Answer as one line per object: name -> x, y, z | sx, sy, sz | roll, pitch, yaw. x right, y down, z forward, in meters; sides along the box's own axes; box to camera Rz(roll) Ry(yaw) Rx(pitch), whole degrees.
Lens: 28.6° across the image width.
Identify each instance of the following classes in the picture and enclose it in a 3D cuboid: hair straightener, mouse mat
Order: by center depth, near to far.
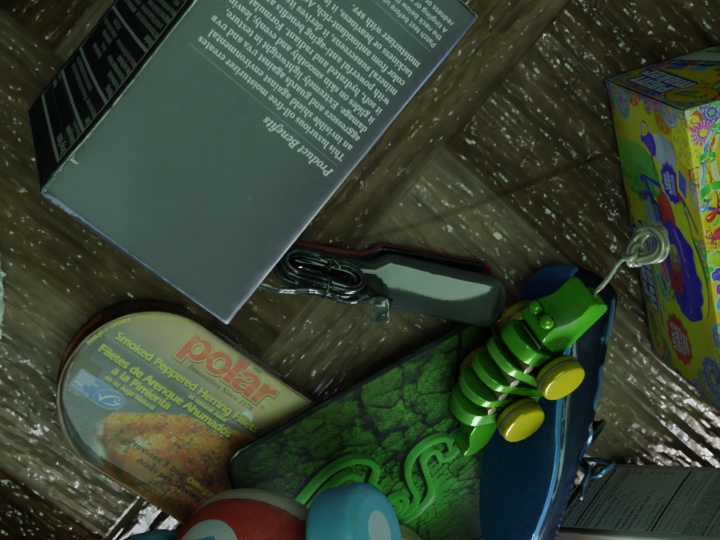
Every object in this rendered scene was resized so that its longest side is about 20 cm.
hair straightener -> 0.000, 0.000, 0.866 | 0.199, 0.077, 0.041 | 16, 104, -19
mouse mat -> 0.021, 0.138, 0.923 | 0.199, 0.008, 0.162 | -28, 118, -17

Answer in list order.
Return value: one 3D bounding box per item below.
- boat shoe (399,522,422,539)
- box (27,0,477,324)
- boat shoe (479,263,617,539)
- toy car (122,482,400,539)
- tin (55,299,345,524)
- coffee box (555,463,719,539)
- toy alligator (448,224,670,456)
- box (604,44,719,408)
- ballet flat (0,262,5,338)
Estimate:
boat shoe -> 0.070, 0.237, 0.940 | 0.072, 0.072, 0.200 | -48, 128, -3
box -> -0.069, -0.106, 0.752 | 0.123, 0.200, 0.199 | 39, 95, -22
boat shoe -> 0.135, 0.099, 0.925 | 0.068, 0.084, 0.201 | 10, 99, -37
toy car -> -0.067, 0.244, 0.800 | 0.184, 0.200, 0.177 | -18, 111, 28
tin -> -0.099, 0.097, 0.891 | 0.200, 0.042, 0.112 | 38, 98, -22
coffee box -> 0.237, 0.194, 0.920 | 0.080, 0.199, 0.115 | -43, 116, -41
toy alligator -> 0.109, 0.042, 0.870 | 0.054, 0.059, 0.200 | 11, 126, -45
box -> 0.281, -0.044, 0.905 | 0.192, 0.122, 0.201 | -17, 110, -8
ballet flat -> -0.240, 0.048, 0.824 | 0.071, 0.072, 0.201 | -4, 106, -14
